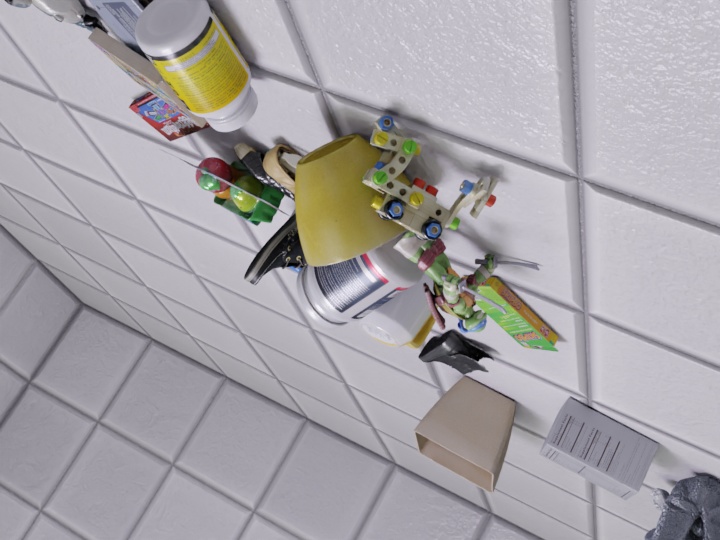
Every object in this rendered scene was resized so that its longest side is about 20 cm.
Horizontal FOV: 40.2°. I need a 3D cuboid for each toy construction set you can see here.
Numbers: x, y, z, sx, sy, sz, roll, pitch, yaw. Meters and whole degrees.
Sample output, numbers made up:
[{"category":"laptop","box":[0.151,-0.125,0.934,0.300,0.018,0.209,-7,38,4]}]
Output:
[{"category":"toy construction set","box":[0.087,-0.119,1.366,0.198,0.132,0.092,26,175,0]}]

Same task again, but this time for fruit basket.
[{"category":"fruit basket","box":[-0.246,-0.153,1.767,0.199,0.095,0.185,18,-174,-44]}]

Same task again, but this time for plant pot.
[{"category":"plant pot","box":[0.253,0.363,2.245,0.199,0.178,0.200,26,161,18]},{"category":"plant pot","box":[-0.020,-0.117,1.467,0.199,0.199,0.143,1,122,57]}]

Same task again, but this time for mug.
[{"category":"mug","box":[0.083,0.064,1.782,0.186,0.154,0.149,37,160,-19]}]

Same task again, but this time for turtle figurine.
[{"category":"turtle figurine","box":[0.160,-0.010,1.536,0.194,0.144,0.200,46,152,2]}]

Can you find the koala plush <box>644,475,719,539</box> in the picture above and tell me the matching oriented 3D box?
[{"category":"koala plush","box":[0.680,0.501,2.015,0.176,0.186,0.200,14,180,12]}]

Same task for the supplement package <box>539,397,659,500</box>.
[{"category":"supplement package","box":[0.479,0.361,1.991,0.199,0.110,0.114,27,162,11]}]

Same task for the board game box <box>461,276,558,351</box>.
[{"category":"board game box","box":[0.264,0.078,1.732,0.200,0.030,0.095,44,159,-26]}]

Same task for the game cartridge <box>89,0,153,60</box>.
[{"category":"game cartridge","box":[-0.328,-0.371,1.499,0.133,0.042,0.200,19,158,45]}]

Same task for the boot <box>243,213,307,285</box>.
[{"category":"boot","box":[-0.100,-0.011,1.768,0.154,0.204,0.073,45,146,-8]}]

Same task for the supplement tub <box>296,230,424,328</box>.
[{"category":"supplement tub","box":[0.000,0.000,1.657,0.140,0.141,0.199,39,129,-23]}]

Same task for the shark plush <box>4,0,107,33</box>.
[{"category":"shark plush","box":[-0.482,-0.443,1.571,0.199,0.092,0.083,19,-167,-38]}]

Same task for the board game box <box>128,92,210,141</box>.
[{"category":"board game box","box":[-0.343,-0.283,1.776,0.103,0.020,0.199,38,161,-24]}]

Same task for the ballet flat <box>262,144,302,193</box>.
[{"category":"ballet flat","box":[-0.075,-0.141,1.649,0.199,0.069,0.063,32,148,-6]}]

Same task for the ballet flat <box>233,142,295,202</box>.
[{"category":"ballet flat","box":[-0.132,-0.166,1.718,0.199,0.057,0.067,34,-156,-4]}]

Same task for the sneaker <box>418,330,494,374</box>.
[{"category":"sneaker","box":[0.197,0.182,2.055,0.104,0.060,0.200,38,158,-5]}]

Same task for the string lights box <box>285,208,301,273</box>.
[{"category":"string lights box","box":[-0.065,-0.025,1.866,0.199,0.103,0.059,33,164,-6]}]

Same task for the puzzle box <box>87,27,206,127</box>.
[{"category":"puzzle box","box":[-0.340,-0.312,1.588,0.199,0.026,0.133,35,175,33]}]

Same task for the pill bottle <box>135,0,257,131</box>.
[{"category":"pill bottle","box":[-0.227,-0.294,1.411,0.112,0.113,0.200,19,158,33]}]
